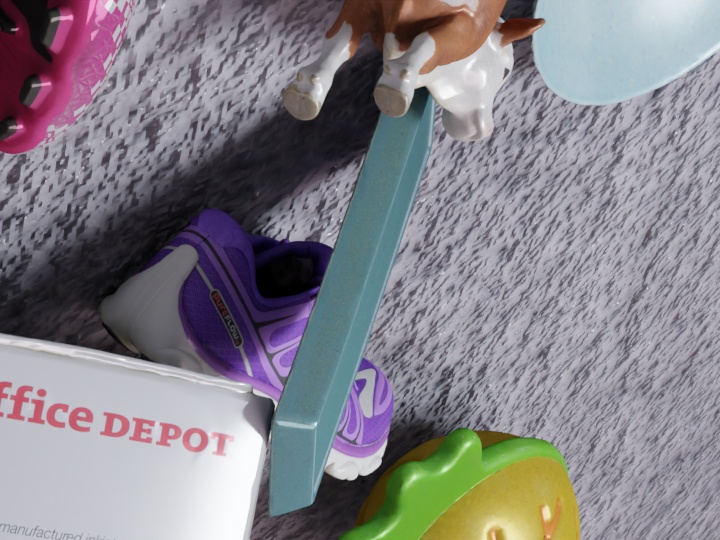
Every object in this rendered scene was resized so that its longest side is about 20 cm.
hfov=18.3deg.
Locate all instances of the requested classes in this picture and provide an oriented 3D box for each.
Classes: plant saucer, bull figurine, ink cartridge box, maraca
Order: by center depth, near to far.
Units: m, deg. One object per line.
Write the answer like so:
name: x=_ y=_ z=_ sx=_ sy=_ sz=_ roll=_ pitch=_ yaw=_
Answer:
ink cartridge box: x=-0.127 y=0.125 z=0.804 sx=0.145 sy=0.083 sz=0.201 roll=14 pitch=85 yaw=-31
bull figurine: x=0.028 y=-0.117 z=0.818 sx=0.122 sy=0.065 sz=0.201 roll=-53 pitch=159 yaw=-43
plant saucer: x=0.000 y=0.000 z=0.885 sx=0.070 sy=0.019 sz=0.201 roll=94 pitch=11 yaw=-53
plant saucer: x=0.139 y=-0.160 z=0.947 sx=0.201 sy=0.039 sz=0.201 roll=-33 pitch=151 yaw=-20
maraca: x=0.047 y=0.139 z=1.154 sx=0.137 sy=0.107 sz=0.200 roll=-53 pitch=152 yaw=4

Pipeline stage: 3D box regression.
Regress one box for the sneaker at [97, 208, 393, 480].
sneaker: x=-0.028 y=0.030 z=0.957 sx=0.084 sy=0.081 sz=0.200 roll=-50 pitch=152 yaw=2

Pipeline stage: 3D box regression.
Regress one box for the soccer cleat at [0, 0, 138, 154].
soccer cleat: x=-0.071 y=-0.120 z=0.692 sx=0.086 sy=0.070 sz=0.200 roll=-16 pitch=142 yaw=-40
